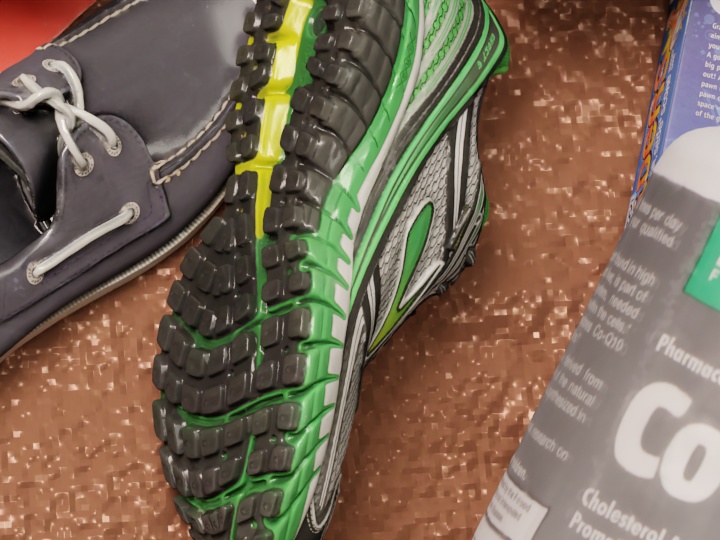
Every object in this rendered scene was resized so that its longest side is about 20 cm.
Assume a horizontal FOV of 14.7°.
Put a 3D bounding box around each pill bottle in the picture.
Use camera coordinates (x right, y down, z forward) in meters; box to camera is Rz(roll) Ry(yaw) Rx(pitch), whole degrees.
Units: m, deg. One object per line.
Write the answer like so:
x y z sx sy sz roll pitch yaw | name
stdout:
0.117 0.029 0.796 0.113 0.113 0.200 25 95 -2 | pill bottle

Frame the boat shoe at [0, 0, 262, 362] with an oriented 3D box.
-0.092 -0.027 0.833 0.073 0.063 0.200 45 72 7 | boat shoe

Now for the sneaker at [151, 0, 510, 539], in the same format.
0.000 0.000 0.836 0.085 0.078 0.200 20 84 -34 | sneaker

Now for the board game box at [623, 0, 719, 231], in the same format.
0.188 -0.020 0.893 0.200 0.034 0.135 15 73 -6 | board game box

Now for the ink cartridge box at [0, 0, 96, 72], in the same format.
-0.202 -0.111 0.846 0.200 0.057 0.163 43 72 8 | ink cartridge box
